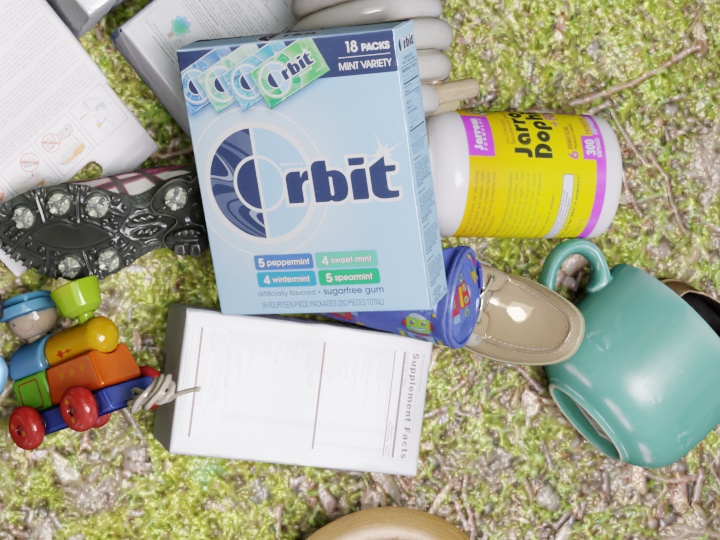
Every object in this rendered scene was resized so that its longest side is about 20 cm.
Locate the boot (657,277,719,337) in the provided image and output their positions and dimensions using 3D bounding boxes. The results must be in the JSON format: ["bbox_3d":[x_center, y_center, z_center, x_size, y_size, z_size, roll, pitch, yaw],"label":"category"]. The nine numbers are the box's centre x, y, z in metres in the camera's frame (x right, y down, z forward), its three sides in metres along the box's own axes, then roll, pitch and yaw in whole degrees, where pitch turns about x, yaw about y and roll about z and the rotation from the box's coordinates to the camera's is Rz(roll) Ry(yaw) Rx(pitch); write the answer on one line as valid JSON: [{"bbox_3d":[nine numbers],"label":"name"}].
[{"bbox_3d":[0.332,0.085,1.319,0.200,0.075,0.074,41,79,-13],"label":"boot"}]

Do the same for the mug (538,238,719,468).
[{"bbox_3d":[0.216,0.079,1.256,0.114,0.152,0.185,-42,63,-9],"label":"mug"}]

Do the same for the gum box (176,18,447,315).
[{"bbox_3d":[-0.034,-0.070,1.080,0.168,0.045,0.202,-1,106,21],"label":"gum box"}]

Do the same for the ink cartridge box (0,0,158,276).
[{"bbox_3d":[-0.280,-0.123,1.176,0.161,0.050,0.200,-43,119,-11],"label":"ink cartridge box"}]

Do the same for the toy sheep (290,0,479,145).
[{"bbox_3d":[0.010,-0.171,1.128,0.136,0.138,0.202,-13,86,-14],"label":"toy sheep"}]

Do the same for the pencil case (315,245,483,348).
[{"bbox_3d":[0.000,0.000,1.168,0.198,0.079,0.087,14,48,23],"label":"pencil case"}]

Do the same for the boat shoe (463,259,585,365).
[{"bbox_3d":[0.083,0.023,1.207,0.198,0.065,0.073,22,86,19],"label":"boat shoe"}]

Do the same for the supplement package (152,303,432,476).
[{"bbox_3d":[-0.056,0.095,1.196,0.198,0.109,0.115,8,89,-15],"label":"supplement package"}]

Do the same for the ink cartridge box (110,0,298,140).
[{"bbox_3d":[-0.080,-0.198,1.200,0.200,0.076,0.137,-41,104,-10],"label":"ink cartridge box"}]

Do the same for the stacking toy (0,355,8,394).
[{"bbox_3d":[-0.320,0.092,1.078,0.110,0.200,0.116,43,83,-11],"label":"stacking toy"}]

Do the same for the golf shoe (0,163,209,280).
[{"bbox_3d":[-0.184,-0.042,1.179,0.198,0.088,0.078,-6,109,-1],"label":"golf shoe"}]

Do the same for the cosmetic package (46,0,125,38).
[{"bbox_3d":[-0.197,-0.323,1.145,0.200,0.123,0.200,-41,101,-12],"label":"cosmetic package"}]

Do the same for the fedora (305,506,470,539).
[{"bbox_3d":[0.009,0.283,1.233,0.198,0.082,0.203,-1,94,-10],"label":"fedora"}]

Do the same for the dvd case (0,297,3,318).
[{"bbox_3d":[-0.361,0.027,1.090,0.198,0.143,0.018,-21,126,-6],"label":"dvd case"}]

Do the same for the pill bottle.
[{"bbox_3d":[0.108,-0.079,1.239,0.198,0.104,0.106,0,91,-15],"label":"pill bottle"}]

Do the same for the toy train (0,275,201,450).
[{"bbox_3d":[-0.196,0.056,1.124,0.084,0.199,0.117,-15,86,-48],"label":"toy train"}]
